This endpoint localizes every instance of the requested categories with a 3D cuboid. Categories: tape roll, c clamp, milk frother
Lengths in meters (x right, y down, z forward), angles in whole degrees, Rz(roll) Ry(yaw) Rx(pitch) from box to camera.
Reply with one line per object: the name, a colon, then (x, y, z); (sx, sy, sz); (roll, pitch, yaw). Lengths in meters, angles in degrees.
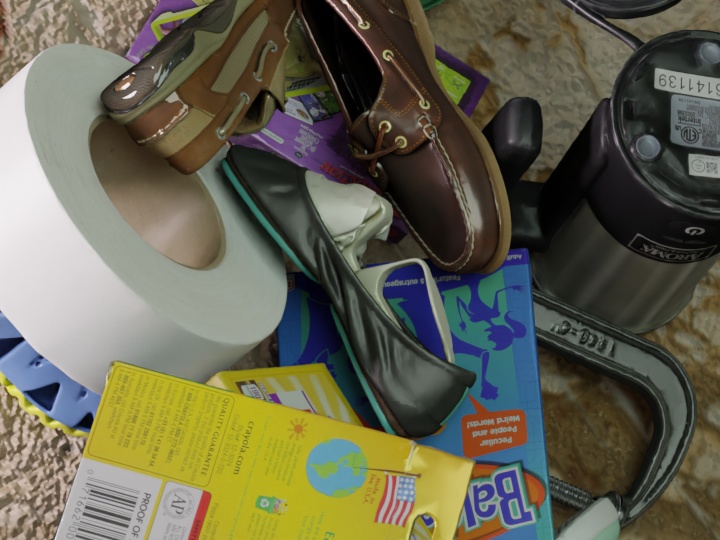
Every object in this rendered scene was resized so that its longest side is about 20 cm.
tape roll: (-0.133, -0.025, 1.585); (0.202, 0.071, 0.203); (38, 29, -25)
c clamp: (0.099, 0.098, 1.709); (0.199, 0.027, 0.172); (18, 78, -10)
milk frother: (0.161, -0.096, 1.702); (0.180, 0.188, 0.201); (24, 64, -4)

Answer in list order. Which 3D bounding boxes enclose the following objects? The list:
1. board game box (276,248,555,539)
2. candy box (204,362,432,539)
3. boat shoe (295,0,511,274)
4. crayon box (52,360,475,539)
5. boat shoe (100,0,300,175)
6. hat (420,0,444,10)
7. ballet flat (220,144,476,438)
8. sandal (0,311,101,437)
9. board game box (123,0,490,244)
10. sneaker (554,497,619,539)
board game box: (0.031, 0.094, 1.639); (0.151, 0.045, 0.201); (-6, 68, 4)
candy box: (-0.004, 0.137, 1.551); (0.102, 0.026, 0.201); (0, 52, -57)
boat shoe: (0.019, -0.084, 1.645); (0.070, 0.070, 0.201); (-3, 58, -42)
crayon box: (-0.051, 0.135, 1.477); (0.199, 0.051, 0.128); (15, 72, 9)
boat shoe: (-0.079, -0.109, 1.629); (0.074, 0.075, 0.200); (54, 33, -8)
hat: (0.014, -0.261, 1.690); (0.199, 0.176, 0.167); (-8, 68, -29)
ballet flat: (0.000, 0.000, 1.612); (0.068, 0.068, 0.201); (-34, 81, 8)
sandal: (-0.179, 0.030, 1.605); (0.199, 0.087, 0.080); (28, 66, -11)
board game box: (-0.033, -0.118, 1.730); (0.199, 0.032, 0.120); (33, 62, -6)
sneaker: (0.117, 0.236, 1.648); (0.118, 0.074, 0.201); (36, 76, 1)
